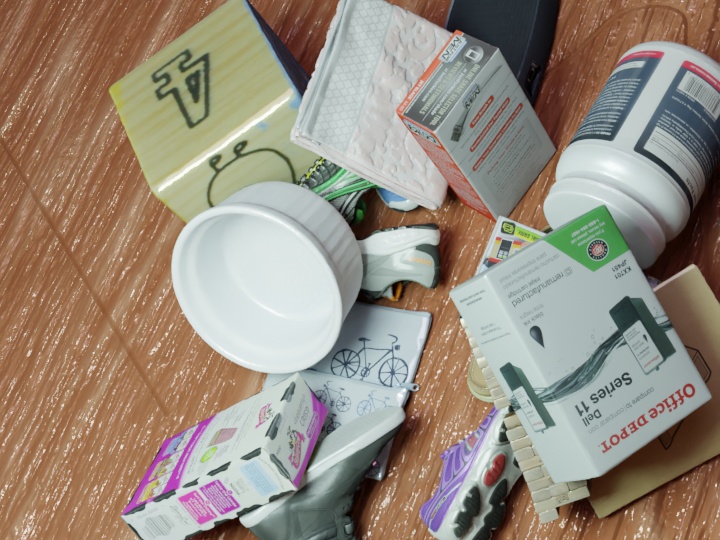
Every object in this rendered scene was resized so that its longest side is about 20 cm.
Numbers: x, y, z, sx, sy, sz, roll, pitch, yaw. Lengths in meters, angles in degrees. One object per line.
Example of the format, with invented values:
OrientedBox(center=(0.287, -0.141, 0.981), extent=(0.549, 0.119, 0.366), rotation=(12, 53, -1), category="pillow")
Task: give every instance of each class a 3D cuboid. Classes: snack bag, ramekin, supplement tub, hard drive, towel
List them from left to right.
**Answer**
OrientedBox(center=(-0.094, 0.002, 1.323), extent=(0.199, 0.201, 0.098), rotation=(-2, 28, 26), category="ramekin")
OrientedBox(center=(-0.024, 0.119, 1.352), extent=(0.188, 0.021, 0.201), rotation=(10, 70, 31), category="snack bag")
OrientedBox(center=(0.037, -0.193, 1.351), extent=(0.032, 0.190, 0.201), rotation=(-15, 54, 64), category="towel")
OrientedBox(center=(0.160, -0.285, 1.453), extent=(0.134, 0.042, 0.201), rotation=(3, 67, 28), category="hard drive")
OrientedBox(center=(0.283, -0.115, 1.228), extent=(0.140, 0.141, 0.200), rotation=(20, 66, 33), category="supplement tub")

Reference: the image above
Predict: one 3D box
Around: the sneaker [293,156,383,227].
OrientedBox(center=(-0.045, -0.065, 1.391), extent=(0.200, 0.085, 0.078), rotation=(-44, 15, 21), category="sneaker")

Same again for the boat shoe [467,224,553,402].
OrientedBox(center=(0.163, 0.039, 1.269), extent=(0.074, 0.066, 0.201), rotation=(21, 76, 34), category="boat shoe")

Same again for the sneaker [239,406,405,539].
OrientedBox(center=(-0.017, 0.228, 1.259), extent=(0.200, 0.099, 0.071), rotation=(-37, 10, -8), category="sneaker")

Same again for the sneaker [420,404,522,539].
OrientedBox(center=(0.122, 0.176, 1.218), extent=(0.083, 0.081, 0.200), rotation=(18, 68, 51), category="sneaker")

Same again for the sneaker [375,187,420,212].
OrientedBox(center=(0.029, -0.157, 1.433), extent=(0.075, 0.077, 0.201), rotation=(-23, 60, 13), category="sneaker")

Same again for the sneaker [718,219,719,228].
OrientedBox(center=(0.454, -0.065, 1.181), extent=(0.200, 0.077, 0.085), rotation=(-34, 64, 16), category="sneaker")

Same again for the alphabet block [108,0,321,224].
OrientedBox(center=(-0.147, -0.167, 1.459), extent=(0.200, 0.195, 0.197), rotation=(-35, 53, 8), category="alphabet block")

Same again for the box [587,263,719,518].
OrientedBox(center=(0.271, 0.115, 1.159), extent=(0.199, 0.021, 0.164), rotation=(-31, 84, 10), category="box")

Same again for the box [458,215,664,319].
OrientedBox(center=(0.209, 0.035, 1.215), extent=(0.199, 0.035, 0.111), rotation=(22, 76, 6), category="box")

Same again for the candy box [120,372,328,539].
OrientedBox(center=(-0.140, 0.202, 1.284), extent=(0.199, 0.061, 0.137), rotation=(-29, 19, 27), category="candy box")

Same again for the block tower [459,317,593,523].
OrientedBox(center=(0.157, 0.128, 1.143), extent=(0.058, 0.054, 0.201), rotation=(-21, 86, 11), category="block tower")

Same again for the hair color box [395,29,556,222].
OrientedBox(center=(0.127, -0.148, 1.302), extent=(0.064, 0.200, 0.111), rotation=(33, 82, 35), category="hair color box")

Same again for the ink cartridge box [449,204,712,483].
OrientedBox(center=(0.195, 0.067, 1.085), extent=(0.146, 0.083, 0.201), rotation=(-29, 89, -22), category="ink cartridge box")

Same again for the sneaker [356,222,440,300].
OrientedBox(center=(0.000, 0.000, 1.372), extent=(0.199, 0.074, 0.080), rotation=(-10, 89, 30), category="sneaker")
